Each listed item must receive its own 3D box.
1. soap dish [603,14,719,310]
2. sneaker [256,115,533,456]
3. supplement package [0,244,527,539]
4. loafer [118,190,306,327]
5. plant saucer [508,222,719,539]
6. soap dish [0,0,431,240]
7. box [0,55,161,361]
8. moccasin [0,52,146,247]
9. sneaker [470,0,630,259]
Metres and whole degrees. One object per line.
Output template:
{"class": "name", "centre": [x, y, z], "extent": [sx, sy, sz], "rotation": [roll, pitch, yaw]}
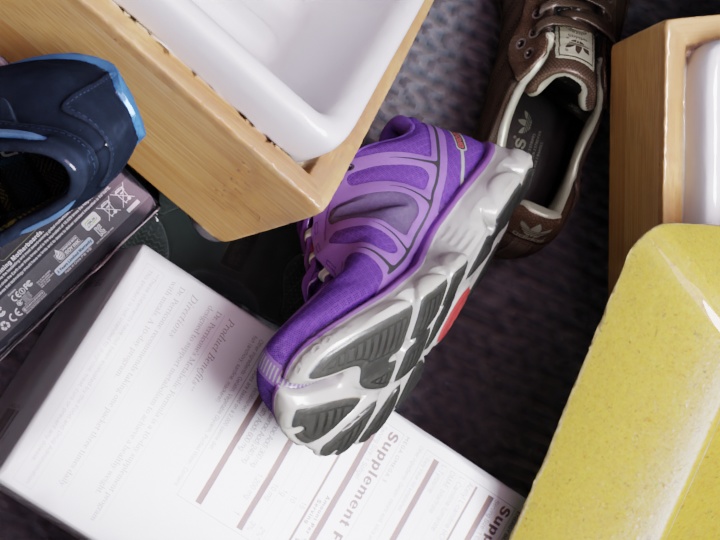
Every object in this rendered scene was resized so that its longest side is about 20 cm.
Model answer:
{"class": "soap dish", "centre": [0.197, -0.042, 0.895], "extent": [0.199, 0.081, 0.158], "rotation": [-10, 105, -35]}
{"class": "sneaker", "centre": [0.000, 0.000, 0.791], "extent": [0.083, 0.200, 0.081], "rotation": [27, 124, 8]}
{"class": "supplement package", "centre": [-0.049, 0.090, 0.828], "extent": [0.200, 0.114, 0.110], "rotation": [34, 78, -14]}
{"class": "loafer", "centre": [-0.067, -0.030, 0.864], "extent": [0.200, 0.063, 0.072], "rotation": [33, 101, -10]}
{"class": "plant saucer", "centre": [0.160, 0.081, 0.824], "extent": [0.199, 0.048, 0.201], "rotation": [1, 117, -41]}
{"class": "soap dish", "centre": [-0.058, -0.113, 0.796], "extent": [0.157, 0.081, 0.200], "rotation": [40, 33, -10]}
{"class": "box", "centre": [-0.205, -0.017, 0.794], "extent": [0.200, 0.049, 0.161], "rotation": [-44, 103, 2]}
{"class": "moccasin", "centre": [-0.176, -0.028, 0.708], "extent": [0.199, 0.068, 0.081], "rotation": [-23, 112, 22]}
{"class": "sneaker", "centre": [0.096, -0.102, 0.901], "extent": [0.070, 0.076, 0.201], "rotation": [14, 84, -16]}
